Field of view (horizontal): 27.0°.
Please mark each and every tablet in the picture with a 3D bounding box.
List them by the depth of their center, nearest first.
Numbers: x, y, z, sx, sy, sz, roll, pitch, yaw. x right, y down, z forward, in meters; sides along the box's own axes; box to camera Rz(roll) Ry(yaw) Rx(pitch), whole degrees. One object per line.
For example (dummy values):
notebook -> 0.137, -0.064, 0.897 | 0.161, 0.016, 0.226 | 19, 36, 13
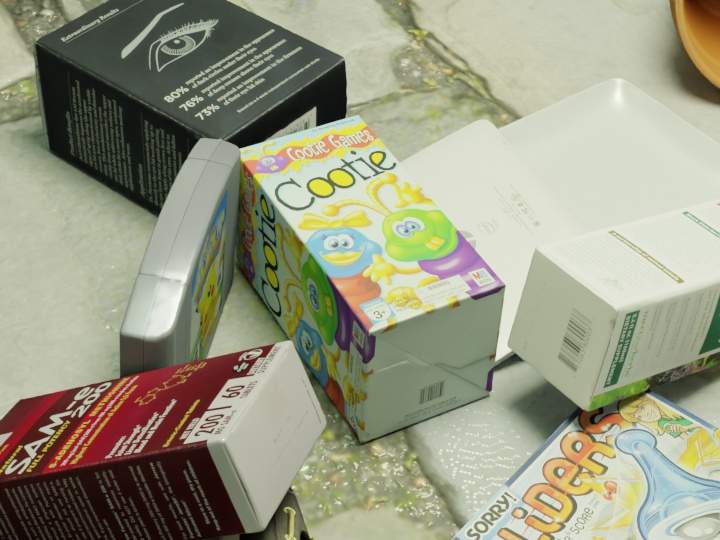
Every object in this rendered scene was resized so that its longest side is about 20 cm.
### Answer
tablet -> 0.090, -0.025, 1.097 | 0.129, 0.014, 0.200 | -30, 50, -9

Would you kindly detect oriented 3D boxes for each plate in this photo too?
plate -> 0.197, -0.062, 1.162 | 0.199, 0.033, 0.199 | -25, 49, -28

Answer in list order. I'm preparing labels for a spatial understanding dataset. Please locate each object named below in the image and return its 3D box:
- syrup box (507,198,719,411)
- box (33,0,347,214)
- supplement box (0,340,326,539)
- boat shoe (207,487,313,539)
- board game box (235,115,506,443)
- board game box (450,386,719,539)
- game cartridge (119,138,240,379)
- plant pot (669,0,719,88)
syrup box -> 0.200, 0.019, 1.000 | 0.199, 0.079, 0.081 | -13, 39, -38
box -> -0.131, -0.129, 1.162 | 0.199, 0.105, 0.148 | 30, 48, 27
supplement box -> -0.130, 0.107, 0.854 | 0.198, 0.061, 0.109 | -14, 21, 25
boat shoe -> -0.060, 0.164, 0.850 | 0.060, 0.072, 0.201 | 27, 19, -8
board game box -> 0.000, 0.000, 1.025 | 0.104, 0.104, 0.200 | -18, 46, -23
board game box -> 0.157, 0.156, 0.912 | 0.135, 0.035, 0.200 | 29, 47, 26
game cartridge -> -0.115, 0.010, 0.985 | 0.040, 0.134, 0.201 | 8, 42, 6
plant pot -> 0.353, -0.259, 1.290 | 0.198, 0.202, 0.140 | 0, 25, -3
